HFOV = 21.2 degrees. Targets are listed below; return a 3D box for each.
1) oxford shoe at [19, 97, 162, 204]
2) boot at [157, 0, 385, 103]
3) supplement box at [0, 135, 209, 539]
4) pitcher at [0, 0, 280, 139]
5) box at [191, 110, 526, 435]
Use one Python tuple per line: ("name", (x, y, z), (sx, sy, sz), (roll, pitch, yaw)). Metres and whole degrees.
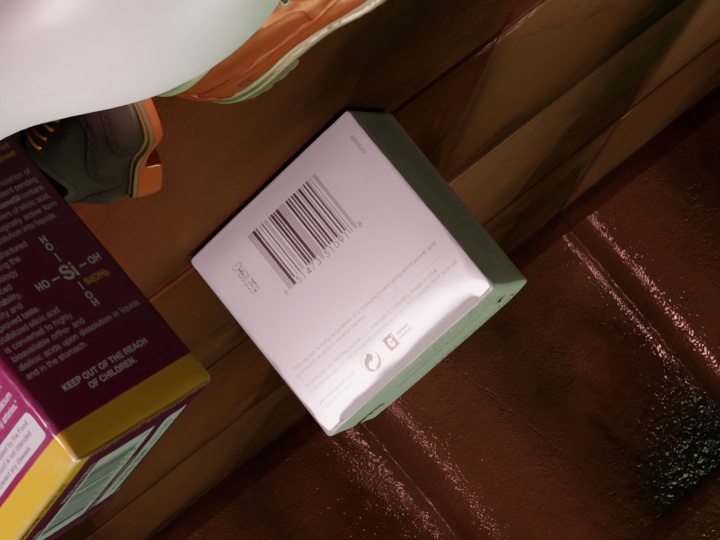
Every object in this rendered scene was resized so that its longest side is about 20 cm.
("oxford shoe", (-0.149, -0.084, 1.036), (0.072, 0.071, 0.200), (-19, 157, -11))
("boot", (-0.045, -0.163, 1.076), (0.200, 0.075, 0.107), (-43, 166, 25))
("supplement box", (-0.194, 0.032, 0.976), (0.103, 0.200, 0.131), (-32, 168, -46))
("pitcher", (-0.121, -0.128, 0.834), (0.199, 0.122, 0.172), (-32, -165, 16))
("box", (0.000, 0.000, 1.662), (0.199, 0.200, 0.131), (-42, 171, 16))
